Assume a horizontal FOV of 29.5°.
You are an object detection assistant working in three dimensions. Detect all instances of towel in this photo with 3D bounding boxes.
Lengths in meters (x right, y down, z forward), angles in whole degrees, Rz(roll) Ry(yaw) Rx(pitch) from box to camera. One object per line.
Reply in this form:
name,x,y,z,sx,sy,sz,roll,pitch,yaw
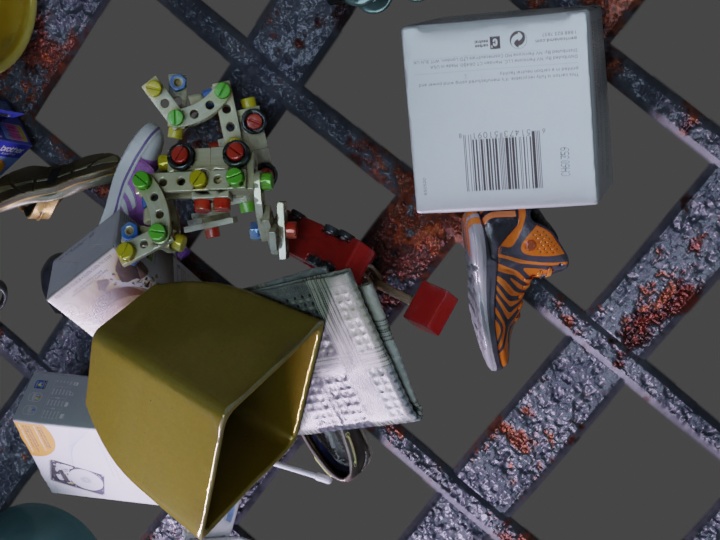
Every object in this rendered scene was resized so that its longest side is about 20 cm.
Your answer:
towel,-0.044,0.091,1.525,0.191,0.035,0.201,-11,114,34

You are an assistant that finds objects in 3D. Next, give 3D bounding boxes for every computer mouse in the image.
computer mouse,-0.336,0.054,1.647,0.058,0.034,0.200,-36,61,0

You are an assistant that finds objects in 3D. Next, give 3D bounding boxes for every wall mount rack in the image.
wall mount rack,-0.136,0.291,1.657,0.074,0.173,0.202,37,117,47

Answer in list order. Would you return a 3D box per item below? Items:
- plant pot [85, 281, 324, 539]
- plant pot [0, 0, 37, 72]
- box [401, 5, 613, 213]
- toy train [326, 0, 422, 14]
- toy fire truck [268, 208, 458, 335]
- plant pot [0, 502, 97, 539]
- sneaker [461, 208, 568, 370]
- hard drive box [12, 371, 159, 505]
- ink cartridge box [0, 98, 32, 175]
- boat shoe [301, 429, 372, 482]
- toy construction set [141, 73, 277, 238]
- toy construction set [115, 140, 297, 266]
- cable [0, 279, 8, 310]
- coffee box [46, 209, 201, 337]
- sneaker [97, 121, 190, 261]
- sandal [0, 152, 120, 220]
plant pot,-0.185,0.124,1.487,0.199,0.195,0.195,29,130,17
plant pot,-0.510,-0.321,1.582,0.187,0.200,0.203,2,104,30
box,0.158,-0.171,1.449,0.197,0.131,0.202,-2,101,16
toy train,0.047,-0.349,1.470,0.198,0.085,0.115,-12,90,18
toy fire truck,0.000,0.000,1.550,0.199,0.141,0.049,24,82,47
plant pot,-0.441,0.421,1.741,0.199,0.161,0.203,4,104,15
sneaker,0.177,0.018,1.516,0.111,0.078,0.201,-10,121,-4
hard drive box,-0.296,0.205,1.657,0.198,0.077,0.157,3,138,15
ink cartridge box,-0.490,-0.143,1.631,0.200,0.136,0.077,-40,73,19
boat shoe,-0.055,0.158,1.623,0.071,0.060,0.201,-28,94,20
toy construction set,-0.168,-0.134,1.571,0.130,0.092,0.202,-12,108,-7
toy construction set,-0.166,-0.069,1.493,0.198,0.092,0.132,1,77,-7
cable,-0.501,0.064,1.751,0.096,0.050,0.201,12,119,-5
coffee box,-0.252,0.041,1.596,0.113,0.080,0.200,-35,122,20
sneaker,-0.243,-0.071,1.626,0.113,0.073,0.202,23,115,2
sandal,-0.374,-0.093,1.657,0.198,0.081,0.054,-11,121,14
